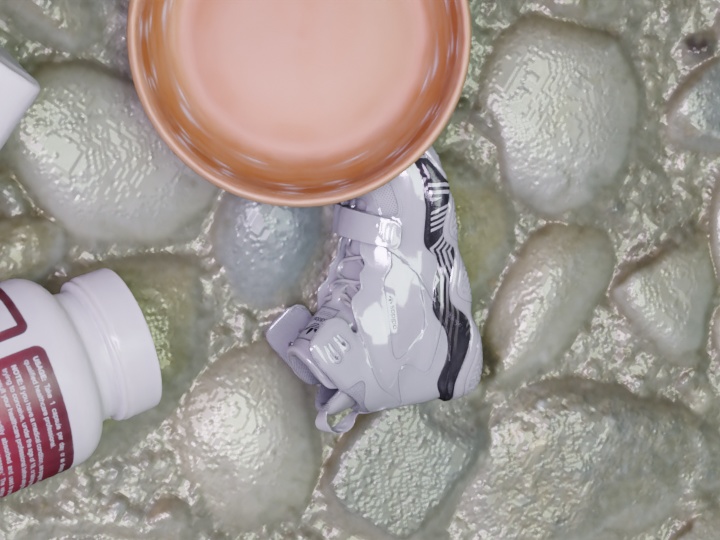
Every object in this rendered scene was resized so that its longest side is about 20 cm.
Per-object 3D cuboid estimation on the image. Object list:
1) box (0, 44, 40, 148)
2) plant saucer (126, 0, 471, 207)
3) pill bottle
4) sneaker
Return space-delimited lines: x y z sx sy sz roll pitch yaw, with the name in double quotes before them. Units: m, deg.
"box" -0.306 -0.082 1.133 0.200 0.171 0.199 35 93 -25
"plant saucer" -0.035 -0.137 1.309 0.199 0.037 0.201 0 93 2
"pill bottle" -0.216 0.073 1.243 0.200 0.113 0.113 -22 104 -22
"sneaker" 0.000 0.000 1.359 0.115 0.075 0.201 -22 108 -25
